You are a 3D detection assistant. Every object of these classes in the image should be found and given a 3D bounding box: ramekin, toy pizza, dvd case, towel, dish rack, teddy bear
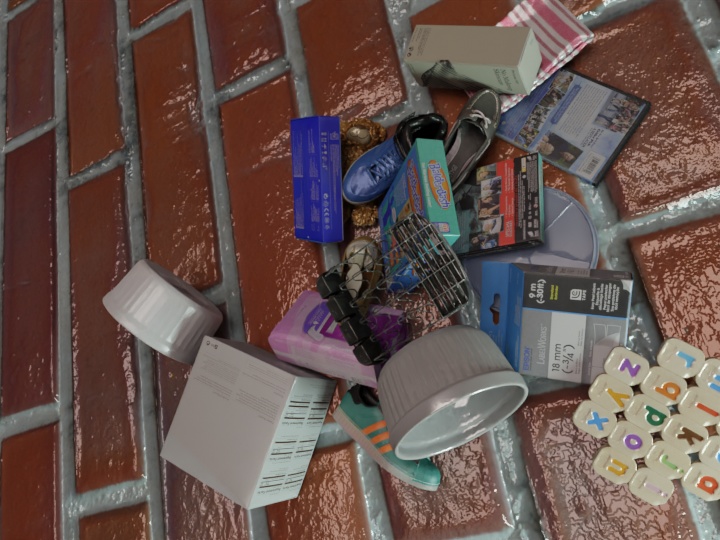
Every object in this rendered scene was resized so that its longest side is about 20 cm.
[{"bbox_3d":[-0.342,0.069,1.026,0.200,0.200,0.098,35,86,28],"label":"ramekin"},{"bbox_3d":[0.251,-0.028,0.862,0.198,0.032,0.203,-7,74,26],"label":"toy pizza"},{"bbox_3d":[0.117,0.163,0.790,0.199,0.200,0.106,-34,56,13],"label":"ramekin"},{"bbox_3d":[0.181,-0.092,0.885,0.198,0.022,0.148,-11,63,33],"label":"dvd case"},{"bbox_3d":[0.252,-0.353,0.932,0.199,0.030,0.147,-38,58,15],"label":"towel"},{"bbox_3d":[0.043,0.025,0.770,0.199,0.054,0.154,-35,82,23],"label":"dish rack"},{"bbox_3d":[0.317,-0.235,0.892,0.199,0.018,0.143,37,93,29],"label":"dvd case"},{"bbox_3d":[-0.009,-0.173,1.001,0.144,0.067,0.202,21,87,25],"label":"teddy bear"}]

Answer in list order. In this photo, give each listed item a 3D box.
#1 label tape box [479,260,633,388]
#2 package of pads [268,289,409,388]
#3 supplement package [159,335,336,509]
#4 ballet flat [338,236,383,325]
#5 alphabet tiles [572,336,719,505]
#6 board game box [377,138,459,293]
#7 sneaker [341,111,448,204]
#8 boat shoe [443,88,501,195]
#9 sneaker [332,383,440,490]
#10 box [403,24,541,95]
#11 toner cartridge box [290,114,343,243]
[{"bbox_3d":[0.256,0.069,0.785,0.197,0.063,0.146,5,103,23],"label":"label tape box"},{"bbox_3d":[-0.034,0.105,0.913,0.198,0.076,0.121,11,47,26],"label":"package of pads"},{"bbox_3d":[-0.175,0.237,0.929,0.189,0.147,0.202,18,85,27],"label":"supplement package"},{"bbox_3d":[0.000,0.000,0.909,0.068,0.064,0.202,5,45,4],"label":"ballet flat"},{"bbox_3d":[0.379,0.189,0.720,0.194,0.015,0.202,28,103,12],"label":"alphabet tiles"},{"bbox_3d":[0.079,-0.074,0.864,0.044,0.200,0.154,1,66,-15],"label":"board game box"},{"bbox_3d":[0.052,-0.180,0.913,0.199,0.111,0.077,-32,91,0],"label":"sneaker"},{"bbox_3d":[0.163,-0.192,0.882,0.066,0.057,0.202,30,89,-2],"label":"boat shoe"},{"bbox_3d":[0.047,0.242,0.867,0.199,0.071,0.081,34,96,29],"label":"sneaker"},{"bbox_3d":[0.174,-0.332,0.908,0.198,0.082,0.069,17,82,33],"label":"box"},{"bbox_3d":[-0.073,-0.151,0.963,0.095,0.043,0.203,14,109,54],"label":"toner cartridge box"}]
